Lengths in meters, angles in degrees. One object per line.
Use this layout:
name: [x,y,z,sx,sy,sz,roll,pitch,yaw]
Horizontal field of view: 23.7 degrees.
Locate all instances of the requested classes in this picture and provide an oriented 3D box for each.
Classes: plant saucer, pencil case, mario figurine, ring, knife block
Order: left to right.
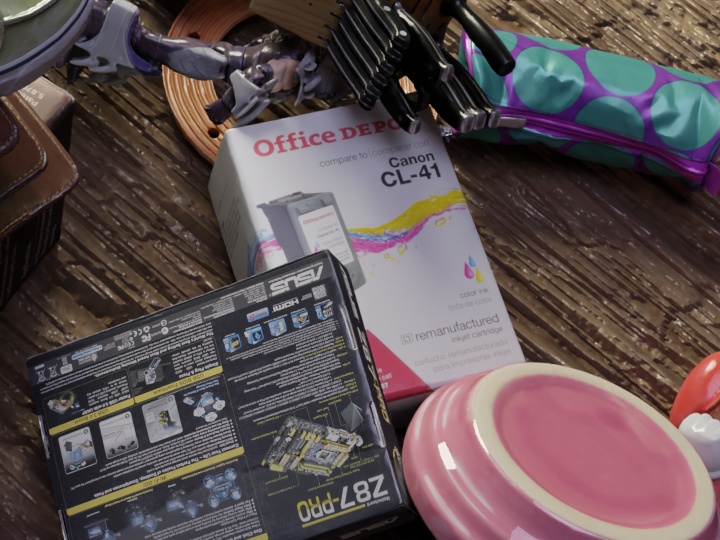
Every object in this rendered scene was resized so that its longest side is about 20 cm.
ring: [-0.042,-0.132,1.217,0.200,0.019,0.201,6,58,-10]
knife block: [0.025,-0.178,1.112,0.175,0.064,0.200,26,39,-10]
plant saucer: [0.123,0.119,0.978,0.200,0.051,0.201,17,31,-11]
pencil case: [0.160,-0.113,1.214,0.199,0.085,0.093,11,42,-6]
mario figurine: [0.260,0.140,1.069,0.106,0.123,0.201,-18,68,6]

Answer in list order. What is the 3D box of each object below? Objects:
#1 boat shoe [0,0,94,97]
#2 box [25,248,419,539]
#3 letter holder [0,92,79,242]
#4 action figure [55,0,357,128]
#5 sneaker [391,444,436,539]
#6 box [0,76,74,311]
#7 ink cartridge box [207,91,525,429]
boat shoe: [-0.209,-0.116,0.831,0.200,0.062,0.072,-33,73,-33]
box: [-0.083,0.096,0.997,0.199,0.049,0.162,-21,68,8]
letter holder: [-0.252,-0.106,0.909,0.200,0.101,0.142,44,58,12]
action figure: [-0.096,-0.136,1.133,0.199,0.130,0.070,11,100,0]
sneaker: [0.092,0.122,1.079,0.199,0.076,0.088,7,46,-15]
box: [-0.292,-0.032,1.012,0.164,0.166,0.200,31,57,5]
ink cartridge box: [0.000,0.000,1.100,0.147,0.086,0.201,-13,72,-18]
